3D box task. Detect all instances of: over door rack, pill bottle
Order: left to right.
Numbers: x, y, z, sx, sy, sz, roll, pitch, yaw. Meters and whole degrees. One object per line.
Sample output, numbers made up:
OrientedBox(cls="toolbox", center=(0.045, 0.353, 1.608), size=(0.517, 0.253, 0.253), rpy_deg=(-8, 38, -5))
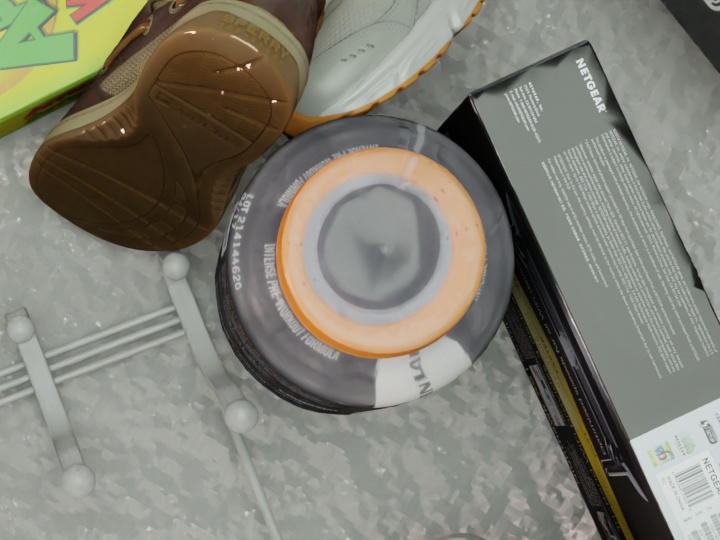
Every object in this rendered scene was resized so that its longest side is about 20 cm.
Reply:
OrientedBox(cls="over door rack", center=(-0.100, 0.108, 1.079), size=(0.147, 0.067, 0.201), rpy_deg=(-21, 88, -5))
OrientedBox(cls="pill bottle", center=(0.000, 0.000, 1.027), size=(0.106, 0.200, 0.107), rpy_deg=(0, 86, -5))

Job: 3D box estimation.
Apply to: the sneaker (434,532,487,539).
OrientedBox(cls="sneaker", center=(0.031, 0.193, 1.068), size=(0.099, 0.075, 0.201), rpy_deg=(4, 110, -32))

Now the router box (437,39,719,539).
OrientedBox(cls="router box", center=(0.094, 0.022, 1.056), size=(0.052, 0.157, 0.201), rpy_deg=(-24, 89, -6))

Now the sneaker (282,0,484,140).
OrientedBox(cls="sneaker", center=(0.011, -0.137, 1.082), size=(0.092, 0.076, 0.200), rpy_deg=(43, 61, -12))

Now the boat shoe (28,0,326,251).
OrientedBox(cls="boat shoe", center=(-0.065, -0.068, 1.042), size=(0.072, 0.200, 0.072), rpy_deg=(32, 61, -10))

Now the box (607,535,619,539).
OrientedBox(cls="box", center=(0.118, 0.210, 0.994), size=(0.141, 0.079, 0.200), rpy_deg=(-47, 127, 1))

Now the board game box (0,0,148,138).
OrientedBox(cls="board game box", center=(-0.127, -0.120, 1.102), size=(0.199, 0.048, 0.102), rpy_deg=(-27, 89, -6))

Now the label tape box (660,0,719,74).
OrientedBox(cls="label tape box", center=(0.203, -0.116, 1.061), size=(0.200, 0.144, 0.063), rpy_deg=(49, 44, -11))
